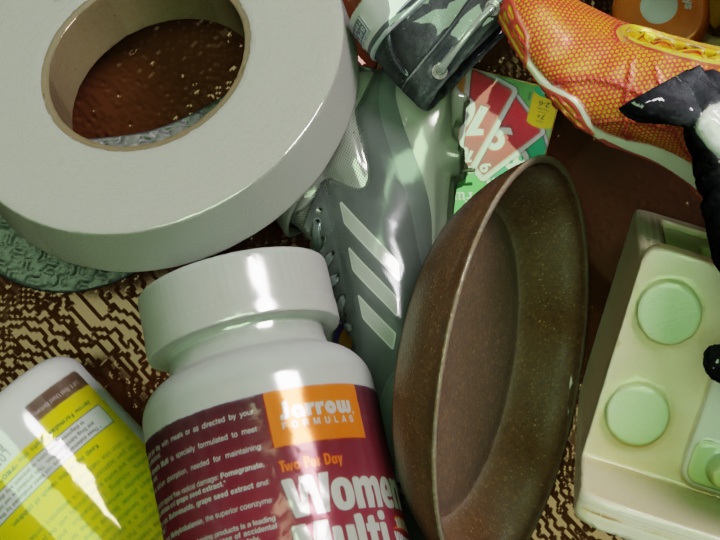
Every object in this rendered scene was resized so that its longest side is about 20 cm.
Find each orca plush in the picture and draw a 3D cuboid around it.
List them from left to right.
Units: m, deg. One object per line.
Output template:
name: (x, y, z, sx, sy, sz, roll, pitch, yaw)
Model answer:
orca plush: (0.160, 0.018, 0.805, 0.071, 0.105, 0.201, -36, 87, 24)

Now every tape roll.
tape roll: (-0.100, -0.094, 0.965, 0.201, 0.037, 0.205, -8, 57, 12)

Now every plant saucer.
plant saucer: (0.059, 0.045, 0.928, 0.036, 0.200, 0.203, 9, 88, 24)

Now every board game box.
board game box: (0.031, -0.005, 1.008, 0.095, 0.030, 0.202, 15, 91, 4)

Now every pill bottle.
pill bottle: (-0.116, 0.147, 0.969, 0.109, 0.109, 0.200, -44, 86, 1)
pill bottle: (-0.038, 0.099, 0.893, 0.108, 0.110, 0.202, -14, 75, 3)

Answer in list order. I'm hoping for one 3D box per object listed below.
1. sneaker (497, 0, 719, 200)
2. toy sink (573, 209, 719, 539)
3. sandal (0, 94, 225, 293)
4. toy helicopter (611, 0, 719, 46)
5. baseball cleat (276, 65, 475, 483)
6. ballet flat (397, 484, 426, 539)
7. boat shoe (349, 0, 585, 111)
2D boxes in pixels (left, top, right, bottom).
sneaker: (0.152, -0.077, 0.878, 0.199, 0.073, 0.078, 33, 119, 7)
toy sink: (0.173, 0.051, 0.901, 0.129, 0.200, 0.113, 17, 103, 4)
sandal: (-0.102, -0.040, 1.011, 0.199, 0.048, 0.076, -20, 86, -10)
toy helicopter: (0.171, -0.193, 0.984, 0.131, 0.079, 0.202, -19, 75, 9)
baseball cleat: (0.000, 0.000, 0.970, 0.105, 0.070, 0.202, 5, 78, 11)
ballet flat: (0.063, 0.195, 0.995, 0.066, 0.057, 0.201, -38, 80, 29)
boat shoe: (0.089, -0.155, 0.934, 0.200, 0.072, 0.068, -40, 80, -1)
